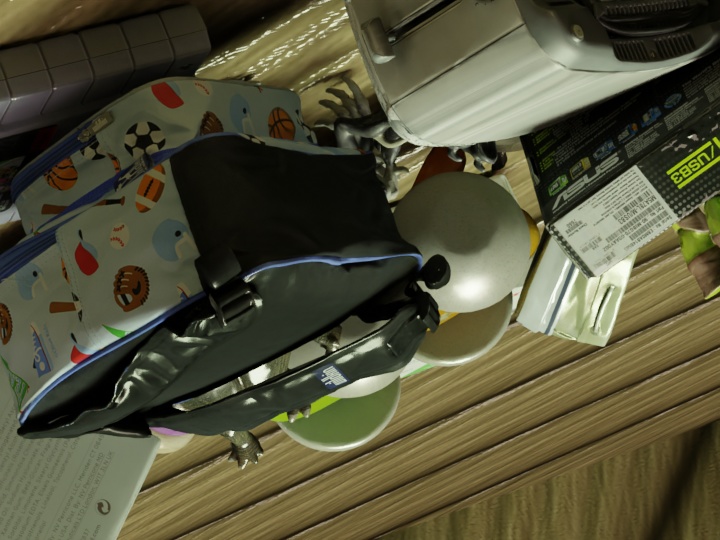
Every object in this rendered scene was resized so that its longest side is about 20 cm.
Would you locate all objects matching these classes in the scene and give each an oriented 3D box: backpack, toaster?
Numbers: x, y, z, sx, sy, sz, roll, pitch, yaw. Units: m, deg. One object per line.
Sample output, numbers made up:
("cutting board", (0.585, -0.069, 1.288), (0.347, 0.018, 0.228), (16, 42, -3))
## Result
("backpack", (-0.091, 0.000, 1.318), (0.190, 0.155, 0.200), (-37, 157, 25))
("toaster", (0.086, -0.129, 1.304), (0.129, 0.114, 0.199), (-26, 172, 40))

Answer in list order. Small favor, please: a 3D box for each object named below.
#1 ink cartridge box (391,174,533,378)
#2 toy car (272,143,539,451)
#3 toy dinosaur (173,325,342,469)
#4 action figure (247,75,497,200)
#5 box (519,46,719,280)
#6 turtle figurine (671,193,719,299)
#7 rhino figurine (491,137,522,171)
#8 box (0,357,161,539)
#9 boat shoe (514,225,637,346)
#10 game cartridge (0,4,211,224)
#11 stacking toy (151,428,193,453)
("ink cartridge box", (0.032, 0.016, 1.928), (0.145, 0.084, 0.200), (-18, 168, -16))
("toy car", (0.000, 0.000, 1.609), (0.200, 0.150, 0.175), (-36, 167, -14))
("toy dinosaur", (-0.067, 0.045, 1.439), (0.199, 0.077, 0.102), (-24, 150, 20))
("action figure", (-0.019, -0.058, 1.466), (0.200, 0.102, 0.119), (-31, 169, 33))
("box", (0.169, -0.106, 1.375), (0.200, 0.048, 0.193), (-36, -158, 13))
("turtle figurine", (0.188, -0.072, 1.645), (0.064, 0.162, 0.200), (-26, 164, -37))
("rhino figurine", (0.090, -0.100, 1.569), (0.087, 0.060, 0.200), (-26, 170, 3))
("box", (-0.237, 0.114, 1.565), (0.107, 0.199, 0.152), (-64, -171, -25))
("boat shoe", (0.151, -0.042, 1.611), (0.062, 0.072, 0.201), (19, 125, -3))
("game cartridge", (-0.159, -0.065, 1.347), (0.129, 0.039, 0.200), (-21, 169, -25))
("stacking toy", (-0.097, 0.045, 1.871), (0.085, 0.086, 0.200), (-9, 157, -46))
